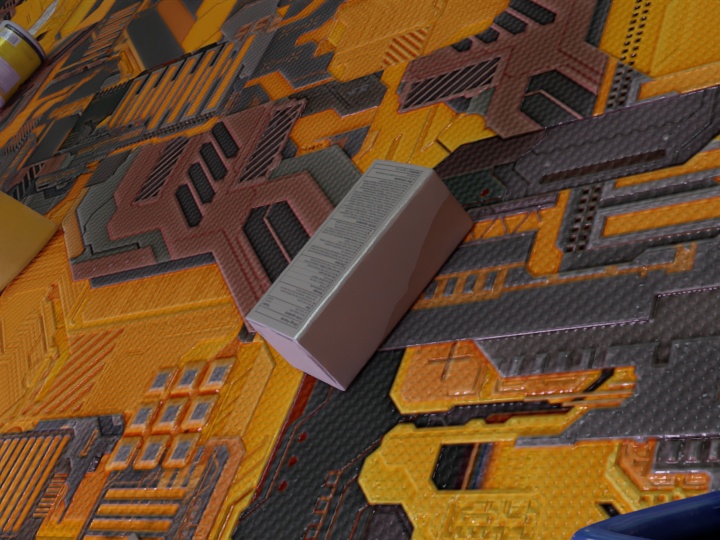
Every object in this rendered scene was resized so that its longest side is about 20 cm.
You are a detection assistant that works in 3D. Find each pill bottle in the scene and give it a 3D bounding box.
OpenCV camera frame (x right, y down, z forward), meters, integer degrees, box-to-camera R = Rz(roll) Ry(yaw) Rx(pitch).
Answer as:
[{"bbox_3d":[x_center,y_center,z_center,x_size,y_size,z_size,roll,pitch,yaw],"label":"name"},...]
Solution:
[{"bbox_3d":[-0.735,-0.395,2.169,0.112,0.112,0.200,14,62,52],"label":"pill bottle"}]

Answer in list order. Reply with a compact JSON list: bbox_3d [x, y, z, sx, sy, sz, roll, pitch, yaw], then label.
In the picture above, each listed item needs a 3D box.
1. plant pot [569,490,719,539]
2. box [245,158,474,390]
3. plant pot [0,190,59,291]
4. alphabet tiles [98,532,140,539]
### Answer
[{"bbox_3d":[0.212,0.189,0.413,0.200,0.200,0.180,1,89,46],"label":"plant pot"},{"bbox_3d":[0.000,0.000,0.981,0.200,0.078,0.095,-51,34,-13],"label":"box"},{"bbox_3d":[-0.593,-0.048,1.563,0.200,0.200,0.177,14,73,52],"label":"plant pot"},{"bbox_3d":[-0.234,0.319,0.921,0.166,0.006,0.200,-44,33,-4],"label":"alphabet tiles"}]
